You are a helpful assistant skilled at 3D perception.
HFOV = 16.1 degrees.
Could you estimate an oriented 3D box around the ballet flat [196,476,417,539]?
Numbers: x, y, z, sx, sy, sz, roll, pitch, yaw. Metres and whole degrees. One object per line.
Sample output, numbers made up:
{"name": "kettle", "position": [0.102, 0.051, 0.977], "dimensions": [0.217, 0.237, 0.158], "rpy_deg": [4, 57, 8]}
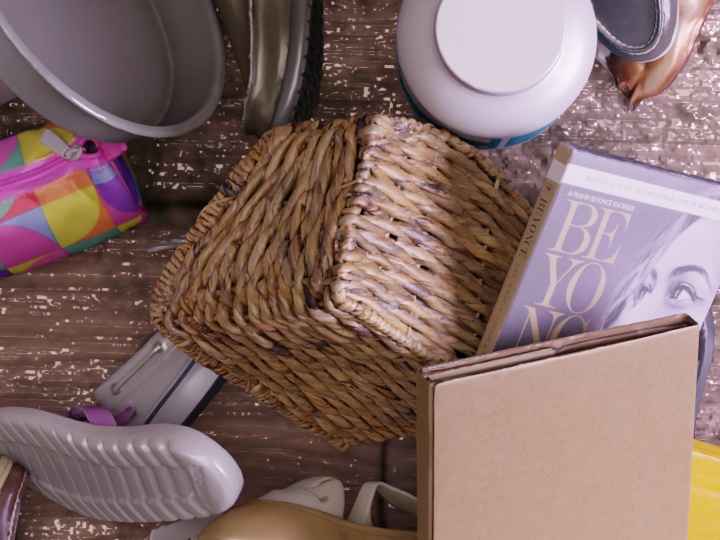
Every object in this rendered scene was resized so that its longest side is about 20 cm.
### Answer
{"name": "ballet flat", "position": [-0.012, 0.149, 1.457], "dimensions": [0.200, 0.069, 0.063], "rpy_deg": [19, 76, -42]}

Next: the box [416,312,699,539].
{"name": "box", "position": [0.107, 0.130, 1.379], "dimensions": [0.163, 0.021, 0.200], "rpy_deg": [-11, 117, -22]}

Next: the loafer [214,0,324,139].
{"name": "loafer", "position": [-0.059, -0.168, 1.496], "dimensions": [0.070, 0.075, 0.200], "rpy_deg": [1, 81, 6]}

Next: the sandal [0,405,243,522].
{"name": "sandal", "position": [-0.137, 0.105, 1.464], "dimensions": [0.050, 0.202, 0.083], "rpy_deg": [-51, 129, -33]}

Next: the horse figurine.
{"name": "horse figurine", "position": [0.200, -0.206, 1.498], "dimensions": [0.200, 0.050, 0.133], "rpy_deg": [-37, 83, 3]}

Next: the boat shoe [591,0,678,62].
{"name": "boat shoe", "position": [0.131, -0.214, 1.452], "dimensions": [0.067, 0.057, 0.200], "rpy_deg": [-13, 94, 23]}

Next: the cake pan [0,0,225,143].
{"name": "cake pan", "position": [-0.160, -0.156, 1.443], "dimensions": [0.037, 0.200, 0.200], "rpy_deg": [-33, 89, 32]}

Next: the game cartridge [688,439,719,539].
{"name": "game cartridge", "position": [0.129, 0.180, 1.444], "dimensions": [0.176, 0.032, 0.200], "rpy_deg": [17, 107, -32]}

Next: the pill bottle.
{"name": "pill bottle", "position": [0.075, -0.127, 1.424], "dimensions": [0.111, 0.200, 0.111], "rpy_deg": [0, 90, 0]}

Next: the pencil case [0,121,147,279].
{"name": "pencil case", "position": [-0.223, -0.032, 1.488], "dimensions": [0.200, 0.088, 0.088], "rpy_deg": [-24, 89, 1]}

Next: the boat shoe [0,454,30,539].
{"name": "boat shoe", "position": [-0.212, 0.209, 1.497], "dimensions": [0.072, 0.072, 0.200], "rpy_deg": [12, 94, -6]}

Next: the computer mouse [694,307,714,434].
{"name": "computer mouse", "position": [0.150, 0.084, 1.501], "dimensions": [0.138, 0.053, 0.200], "rpy_deg": [11, 102, -1]}

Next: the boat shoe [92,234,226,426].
{"name": "boat shoe", "position": [-0.090, 0.007, 1.496], "dimensions": [0.086, 0.075, 0.202], "rpy_deg": [38, 100, 4]}

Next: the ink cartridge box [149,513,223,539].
{"name": "ink cartridge box", "position": [-0.059, 0.238, 1.462], "dimensions": [0.068, 0.115, 0.200], "rpy_deg": [-8, 90, 19]}

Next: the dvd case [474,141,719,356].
{"name": "dvd case", "position": [0.130, 0.035, 1.412], "dimensions": [0.149, 0.016, 0.200], "rpy_deg": [11, 105, -39]}

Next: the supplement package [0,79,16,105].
{"name": "supplement package", "position": [-0.306, -0.164, 1.427], "dimensions": [0.147, 0.191, 0.200], "rpy_deg": [-26, 89, 11]}

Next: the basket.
{"name": "basket", "position": [0.000, 0.000, 1.437], "dimensions": [0.149, 0.200, 0.143], "rpy_deg": [-9, 60, 39]}
